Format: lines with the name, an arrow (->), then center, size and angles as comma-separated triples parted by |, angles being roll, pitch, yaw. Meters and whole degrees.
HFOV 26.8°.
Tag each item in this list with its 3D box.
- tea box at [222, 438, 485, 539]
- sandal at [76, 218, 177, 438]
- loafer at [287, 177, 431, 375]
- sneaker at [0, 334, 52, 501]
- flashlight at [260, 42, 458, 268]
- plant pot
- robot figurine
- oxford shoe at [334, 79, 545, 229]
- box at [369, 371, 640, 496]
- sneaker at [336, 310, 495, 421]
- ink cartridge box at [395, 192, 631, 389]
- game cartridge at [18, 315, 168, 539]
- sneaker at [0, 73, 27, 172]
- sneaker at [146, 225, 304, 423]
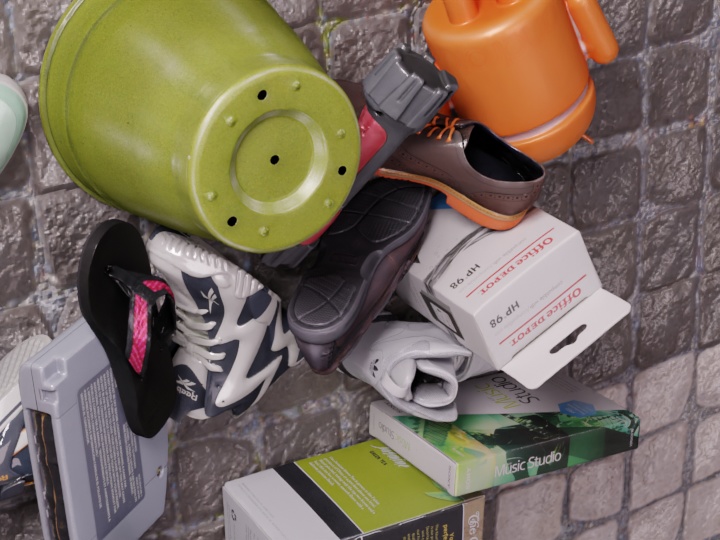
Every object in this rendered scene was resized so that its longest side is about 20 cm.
tea box -> -0.007, 0.276, 1.327 | 0.195, 0.134, 0.201 | -11, 117, -27
sandal -> -0.156, 0.044, 1.097 | 0.075, 0.045, 0.201 | -55, 147, -40
loafer -> 0.000, 0.000, 1.223 | 0.200, 0.071, 0.063 | -56, 151, -39
sneaker -> -0.285, 0.143, 1.125 | 0.200, 0.078, 0.080 | -42, 121, -12
flashlight -> -0.017, -0.088, 1.149 | 0.200, 0.068, 0.068 | -48, 177, 30
plant pot -> -0.098, -0.105, 1.060 | 0.199, 0.193, 0.202 | -13, 117, -28
robot figurine -> 0.120, -0.168, 1.222 | 0.144, 0.116, 0.201 | -44, 127, -22
oxford shoe -> 0.055, -0.107, 1.192 | 0.199, 0.073, 0.072 | 24, 59, -8
box -> 0.127, 0.138, 1.343 | 0.199, 0.144, 0.037 | -11, 112, -29
sneaker -> 0.076, 0.081, 1.303 | 0.199, 0.115, 0.076 | 1, 111, -33
ink cartridge box -> 0.114, 0.003, 1.239 | 0.116, 0.200, 0.067 | -37, 126, -13
game cartridge -> -0.196, 0.126, 1.142 | 0.133, 0.041, 0.201 | -49, 143, -55
sneaker -> -0.285, -0.042, 1.017 | 0.201, 0.118, 0.074 | -48, 126, -7
sneaker -> -0.124, 0.055, 1.177 | 0.130, 0.079, 0.199 | -55, 148, -3
